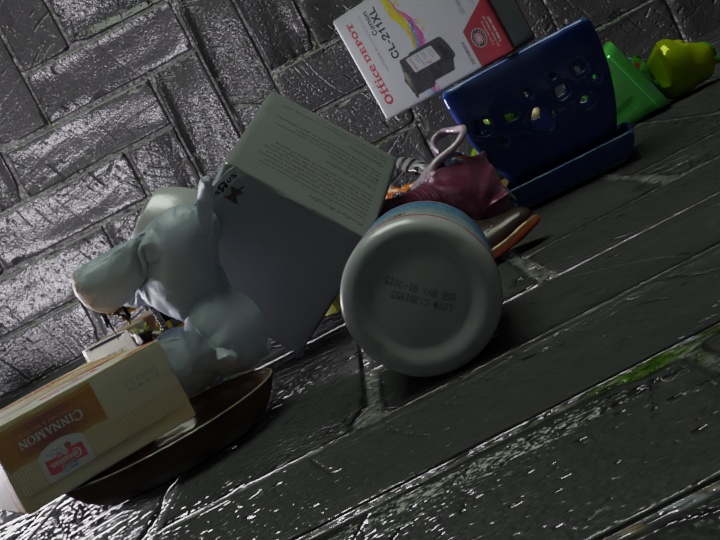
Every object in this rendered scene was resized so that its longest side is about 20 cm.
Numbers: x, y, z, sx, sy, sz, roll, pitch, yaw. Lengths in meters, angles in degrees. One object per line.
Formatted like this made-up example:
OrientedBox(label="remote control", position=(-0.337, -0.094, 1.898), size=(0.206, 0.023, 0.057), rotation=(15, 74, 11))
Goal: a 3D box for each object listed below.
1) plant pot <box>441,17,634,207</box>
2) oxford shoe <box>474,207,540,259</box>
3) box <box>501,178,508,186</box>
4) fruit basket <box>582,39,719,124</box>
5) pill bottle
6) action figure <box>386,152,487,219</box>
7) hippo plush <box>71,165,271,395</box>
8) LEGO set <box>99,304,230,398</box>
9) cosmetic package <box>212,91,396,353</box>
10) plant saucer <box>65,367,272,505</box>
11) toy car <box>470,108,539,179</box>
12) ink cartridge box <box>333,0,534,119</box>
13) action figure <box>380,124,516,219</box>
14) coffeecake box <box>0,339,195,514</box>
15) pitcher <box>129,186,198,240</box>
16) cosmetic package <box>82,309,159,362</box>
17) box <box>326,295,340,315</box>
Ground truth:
OrientedBox(label="plant pot", position=(0.235, -0.194, 1.392), size=(0.200, 0.180, 0.200), rotation=(-26, 6, 14))
OrientedBox(label="oxford shoe", position=(0.087, -0.029, 1.124), size=(0.200, 0.073, 0.071), rotation=(-24, 5, 28))
OrientedBox(label="box", position=(0.170, -0.096, 1.633), size=(0.200, 0.021, 0.163), rotation=(-28, 5, -3))
OrientedBox(label="fruit basket", position=(0.462, -0.322, 1.776), size=(0.216, 0.156, 0.216), rotation=(-45, 1, 1))
OrientedBox(label="pill bottle", position=(0.047, 0.005, 0.815), size=(0.109, 0.109, 0.200), rotation=(-27, 5, 8))
OrientedBox(label="action figure", position=(0.080, -0.114, 1.432), size=(0.200, 0.105, 0.193), rotation=(1, -3, -32))
OrientedBox(label="hippo plush", position=(-0.146, 0.023, 1.024), size=(0.200, 0.161, 0.159), rotation=(-33, 2, 18))
OrientedBox(label="LEGO set", position=(-0.234, 0.075, 1.227), size=(0.116, 0.200, 0.154), rotation=(-29, 26, -2))
OrientedBox(label="cosmetic package", position=(-0.080, -0.057, 1.193), size=(0.166, 0.167, 0.200), rotation=(-58, 6, 31))
OrientedBox(label="plant saucer", position=(-0.156, 0.143, 0.925), size=(0.200, 0.032, 0.200), rotation=(-26, 6, 3))
OrientedBox(label="toy car", position=(0.304, -0.235, 1.931), size=(0.200, 0.158, 0.164), rotation=(1, 9, -1))
OrientedBox(label="ink cartridge box", position=(0.089, -0.297, 1.361), size=(0.200, 0.146, 0.083), rotation=(-25, 9, 34))
OrientedBox(label="action figure", position=(0.078, -0.076, 1.259), size=(0.200, 0.149, 0.134), rotation=(-24, 7, -29))
OrientedBox(label="coffeecake box", position=(-0.251, 0.134, 0.936), size=(0.153, 0.073, 0.200), rotation=(-29, 6, -30))
OrientedBox(label="pitcher", position=(-0.186, 0.003, 1.338), size=(0.172, 0.200, 0.121), rotation=(-60, 9, 13))
OrientedBox(label="cosmetic package", position=(-0.355, 0.120, 1.825), size=(0.103, 0.087, 0.200), rotation=(-26, 5, 21))
OrientedBox(label="box", position=(0.000, 0.000, 1.415), size=(0.075, 0.050, 0.200), rotation=(-22, 7, 44))
